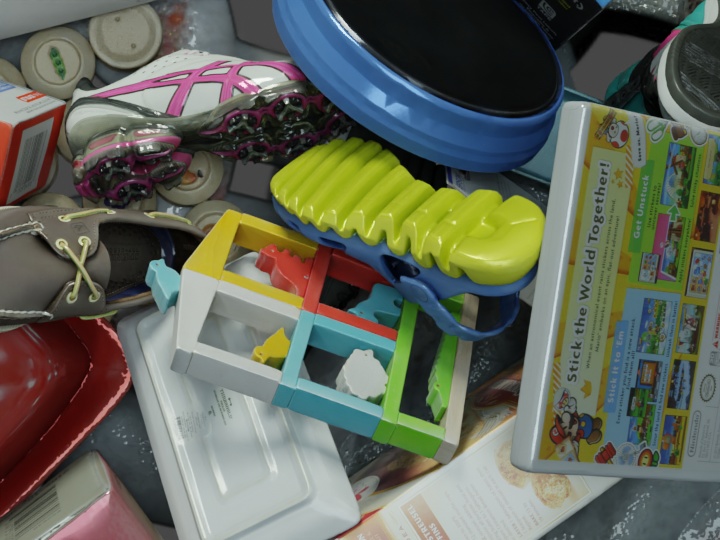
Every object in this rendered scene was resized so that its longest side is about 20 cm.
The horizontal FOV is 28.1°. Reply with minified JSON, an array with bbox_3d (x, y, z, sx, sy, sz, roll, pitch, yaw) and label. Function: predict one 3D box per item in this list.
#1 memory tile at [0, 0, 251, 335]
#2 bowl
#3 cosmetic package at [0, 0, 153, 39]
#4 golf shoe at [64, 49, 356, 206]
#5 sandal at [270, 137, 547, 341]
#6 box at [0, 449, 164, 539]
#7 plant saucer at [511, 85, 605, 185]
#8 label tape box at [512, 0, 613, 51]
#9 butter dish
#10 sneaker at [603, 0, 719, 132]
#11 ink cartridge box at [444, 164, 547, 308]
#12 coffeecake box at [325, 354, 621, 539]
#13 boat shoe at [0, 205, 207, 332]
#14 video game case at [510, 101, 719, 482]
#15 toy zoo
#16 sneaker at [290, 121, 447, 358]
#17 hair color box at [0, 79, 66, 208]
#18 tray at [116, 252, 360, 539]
[{"bbox_3d":[-0.170,-0.070,0.955,0.153,0.017,0.201,-24,89,-8],"label":"memory tile"},{"bbox_3d":[0.041,-0.147,0.909,0.200,0.201,0.039,31,126,-4],"label":"bowl"},{"bbox_3d":[-0.184,-0.225,0.924,0.199,0.085,0.108,-17,78,-10],"label":"cosmetic package"},{"bbox_3d":[-0.093,-0.112,0.915,0.199,0.073,0.093,-14,63,0],"label":"golf shoe"},{"bbox_3d":[0.024,-0.015,0.855,0.200,0.087,0.079,28,55,38],"label":"sandal"},{"bbox_3d":[-0.141,0.226,0.864,0.109,0.128,0.200,-36,102,-10],"label":"box"},{"bbox_3d":[0.128,-0.095,0.994,0.199,0.019,0.070,20,84,-5],"label":"plant saucer"},{"bbox_3d":[0.117,-0.230,0.910,0.063,0.200,0.144,-42,91,-9],"label":"label tape box"},{"bbox_3d":[-0.267,0.061,0.863,0.200,0.148,0.199,44,85,-2],"label":"butter dish"},{"bbox_3d":[0.205,-0.108,0.931,0.084,0.200,0.121,38,127,3],"label":"sneaker"},{"bbox_3d":[0.121,-0.007,0.929,0.200,0.100,0.039,35,111,-13],"label":"ink cartridge box"},{"bbox_3d":[0.073,0.129,0.901,0.200,0.153,0.073,-34,93,-8],"label":"coffeecake box"},{"bbox_3d":[-0.167,-0.004,0.848,0.059,0.200,0.072,-1,94,32],"label":"boat shoe"},{"bbox_3d":[0.175,0.018,0.816,0.181,0.023,0.201,8,92,-31],"label":"video game case"},{"bbox_3d":[-0.031,0.031,0.852,0.199,0.021,0.132,20,40,-4],"label":"toy zoo"},{"bbox_3d":[0.000,0.000,0.943,0.099,0.071,0.201,19,80,-1],"label":"sneaker"},{"bbox_3d":[-0.294,-0.101,0.878,0.199,0.111,0.064,18,105,0],"label":"hair color box"},{"bbox_3d":[-0.081,0.084,0.860,0.107,0.022,0.201,-27,57,6],"label":"tray"}]
